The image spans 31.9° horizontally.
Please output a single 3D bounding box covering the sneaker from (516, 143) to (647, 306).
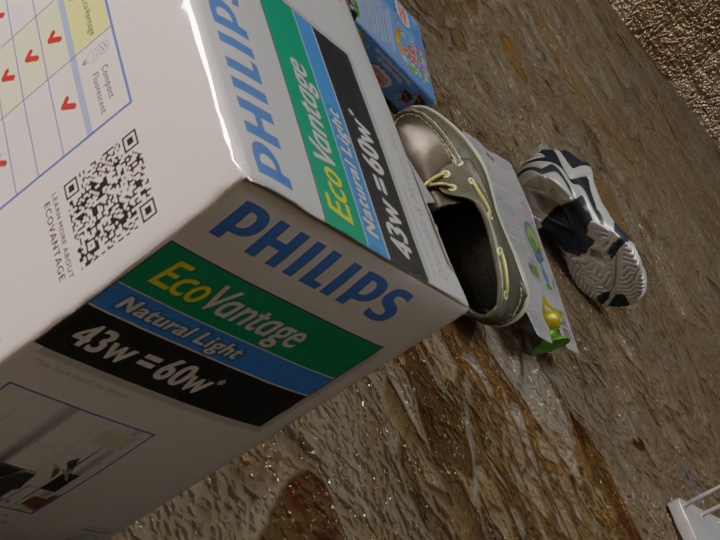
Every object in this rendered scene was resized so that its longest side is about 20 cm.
[{"bbox_3d":[0.245,-0.060,1.383,0.199,0.079,0.130,39,34,-14],"label":"sneaker"}]

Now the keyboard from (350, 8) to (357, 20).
[{"bbox_3d":[-0.096,-0.185,0.818,0.200,0.104,0.040,16,86,-36],"label":"keyboard"}]

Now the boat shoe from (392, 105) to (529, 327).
[{"bbox_3d":[0.075,-0.048,1.023,0.202,0.072,0.060,65,18,10],"label":"boat shoe"}]

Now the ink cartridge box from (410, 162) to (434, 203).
[{"bbox_3d":[-0.036,-0.101,0.902,0.163,0.057,0.200,59,17,9],"label":"ink cartridge box"}]

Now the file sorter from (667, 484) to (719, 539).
[{"bbox_3d":[0.412,0.278,1.209,0.200,0.124,0.139,30,34,-49],"label":"file sorter"}]

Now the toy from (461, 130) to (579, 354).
[{"bbox_3d":[0.131,-0.017,1.132,0.115,0.047,0.200,22,43,-60],"label":"toy"}]

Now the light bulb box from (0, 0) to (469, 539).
[{"bbox_3d":[-0.096,-0.031,0.470,0.125,0.200,0.198,28,35,-49],"label":"light bulb box"}]

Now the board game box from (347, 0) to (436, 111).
[{"bbox_3d":[-0.010,-0.248,1.167,0.200,0.037,0.151,40,27,-32],"label":"board game box"}]
